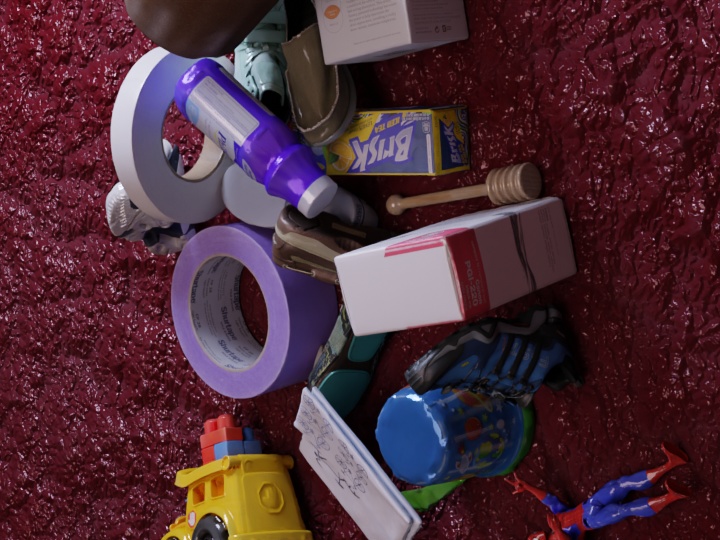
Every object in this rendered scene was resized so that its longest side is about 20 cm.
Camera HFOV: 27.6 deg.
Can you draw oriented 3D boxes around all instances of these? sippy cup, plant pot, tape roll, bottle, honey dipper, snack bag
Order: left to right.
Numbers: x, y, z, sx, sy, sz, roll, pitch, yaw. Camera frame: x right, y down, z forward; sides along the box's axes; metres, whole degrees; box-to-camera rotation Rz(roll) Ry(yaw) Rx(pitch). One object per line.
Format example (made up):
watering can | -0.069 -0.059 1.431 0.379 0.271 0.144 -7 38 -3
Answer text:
tape roll | -0.197 -0.155 1.656 0.037 0.202 0.206 7 103 37
plant pot | -0.141 -0.326 1.470 0.202 0.199 0.198 64 146 12
tape roll | -0.125 0.042 1.710 0.198 0.084 0.203 9 104 41
bottle | -0.109 -0.136 1.542 0.200 0.084 0.065 43 80 15
snack bag | -0.010 0.231 1.606 0.189 0.021 0.200 50 159 15
sippy cup | 0.089 0.160 1.510 0.139 0.130 0.180 -6 95 43
honey dipper | 0.101 -0.080 1.519 0.199 0.038 0.039 -7 94 47

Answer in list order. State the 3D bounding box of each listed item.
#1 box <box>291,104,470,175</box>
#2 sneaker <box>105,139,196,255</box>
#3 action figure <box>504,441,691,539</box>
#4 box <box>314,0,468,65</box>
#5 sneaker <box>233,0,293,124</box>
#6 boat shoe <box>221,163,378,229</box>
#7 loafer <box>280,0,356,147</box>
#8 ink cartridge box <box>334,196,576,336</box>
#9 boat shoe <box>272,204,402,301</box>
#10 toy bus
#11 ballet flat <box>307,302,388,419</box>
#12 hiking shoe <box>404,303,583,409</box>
box | 0.020 -0.137 1.557 0.198 0.064 0.071 3 101 41
sneaker | -0.257 -0.106 1.746 0.079 0.199 0.131 -19 73 15
action figure | 0.217 0.223 1.432 0.200 0.098 0.066 -42 30 40
box | 0.021 -0.322 1.496 0.123 0.097 0.203 -6 95 43
sneaker | -0.097 -0.247 1.607 0.118 0.073 0.203 -124 34 -57
boat shoe | -0.068 -0.077 1.647 0.198 0.065 0.073 10 88 34
loafer | -0.056 -0.221 1.553 0.075 0.069 0.202 -27 55 27
ink cartridge box | 0.095 -0.005 1.424 0.145 0.199 0.086 -10 98 42
boat shoe | 0.001 -0.003 1.556 0.200 0.075 0.075 22 122 1
toy bus | -0.167 0.280 1.775 0.199 0.135 0.195 -28 67 44
ballet flat | -0.015 0.090 1.643 0.074 0.074 0.201 46 123 25
hiking shoe | 0.134 0.093 1.407 0.074 0.198 0.087 -46 65 52
